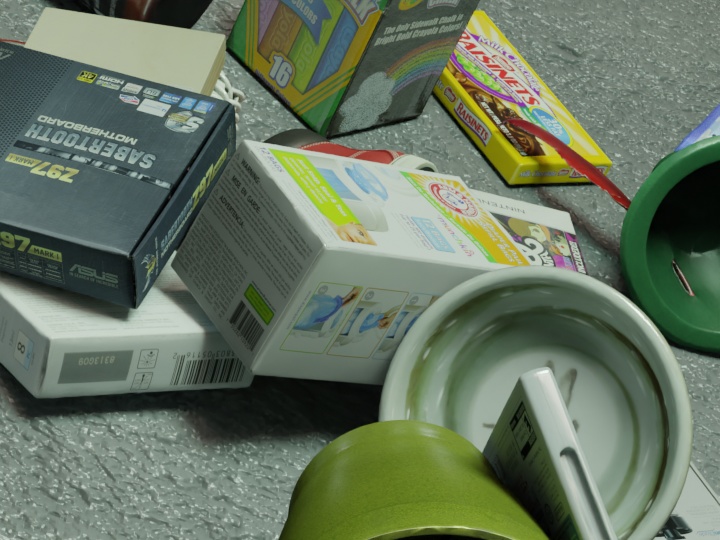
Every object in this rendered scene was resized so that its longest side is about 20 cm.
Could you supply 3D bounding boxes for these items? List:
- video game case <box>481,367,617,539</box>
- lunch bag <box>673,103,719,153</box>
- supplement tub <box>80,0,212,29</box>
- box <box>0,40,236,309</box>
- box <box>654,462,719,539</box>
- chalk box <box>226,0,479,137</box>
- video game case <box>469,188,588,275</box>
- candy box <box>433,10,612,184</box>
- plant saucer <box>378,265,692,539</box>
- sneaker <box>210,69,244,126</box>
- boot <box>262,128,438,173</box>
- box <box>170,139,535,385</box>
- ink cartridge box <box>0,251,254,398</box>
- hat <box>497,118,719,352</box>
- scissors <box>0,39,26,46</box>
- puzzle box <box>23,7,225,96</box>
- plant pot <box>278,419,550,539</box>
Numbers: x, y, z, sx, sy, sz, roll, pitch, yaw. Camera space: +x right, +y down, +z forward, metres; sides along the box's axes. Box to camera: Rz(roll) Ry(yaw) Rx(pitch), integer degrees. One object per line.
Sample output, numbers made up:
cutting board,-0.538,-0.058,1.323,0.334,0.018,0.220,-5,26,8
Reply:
video game case,0.118,0.165,1.508,0.022,0.200,0.183,-18,75,-10
lunch bag,0.339,-0.060,2.089,0.170,0.124,0.200,37,26,13
supplement tub,-0.202,-0.261,1.995,0.200,0.107,0.107,37,34,17
box,-0.199,-0.066,1.675,0.200,0.051,0.158,15,47,16
box,0.165,0.152,1.721,0.116,0.060,0.200,0,41,-35
chalk box,0.009,-0.221,2.000,0.124,0.200,0.124,-16,51,-47
video game case,0.082,0.010,1.882,0.181,0.036,0.200,13,35,-18
candy box,0.109,-0.141,2.123,0.102,0.026,0.200,-1,42,-40
plant saucer,0.111,0.097,1.644,0.200,0.200,0.050,37,11,16
sneaker,-0.115,-0.108,1.839,0.073,0.071,0.200,51,3,-44
boot,-0.059,-0.029,1.823,0.144,0.073,0.200,18,41,34
box,0.000,0.000,1.685,0.200,0.101,0.113,8,33,-43
ink cartridge box,-0.181,0.015,1.697,0.160,0.047,0.200,-2,26,-37
hat,0.245,-0.057,2.009,0.200,0.166,0.176,54,1,-25
scissors,-0.294,-0.149,1.860,0.200,0.014,0.073,11,38,-22
puzzle box,-0.178,-0.100,1.771,0.133,0.025,0.200,10,43,9
plant pot,0.030,0.183,1.482,0.200,0.201,0.193,19,22,-13
